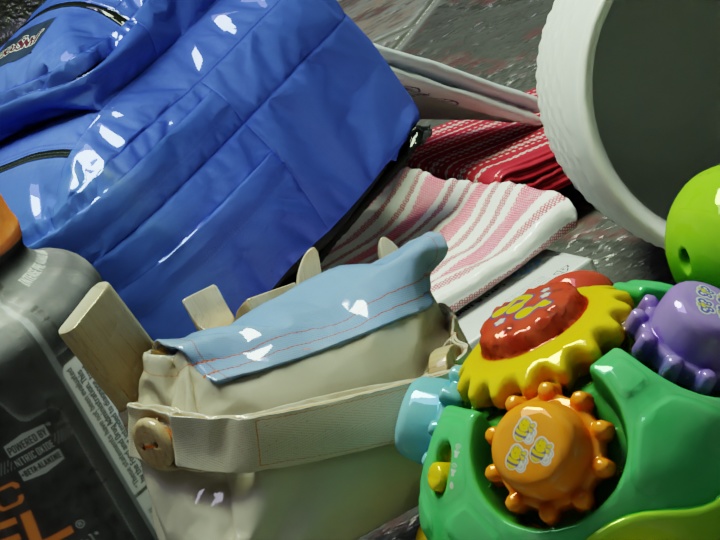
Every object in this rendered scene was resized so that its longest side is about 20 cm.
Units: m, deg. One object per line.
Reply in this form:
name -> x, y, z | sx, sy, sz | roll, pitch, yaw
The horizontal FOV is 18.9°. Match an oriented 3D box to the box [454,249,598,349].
box -> 0.011, 0.041, 0.988 | 0.156, 0.041, 0.200 | -34, 15, -14

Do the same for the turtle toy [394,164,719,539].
turtle toy -> 0.093, 0.042, 0.716 | 0.200, 0.101, 0.146 | -35, 16, -20

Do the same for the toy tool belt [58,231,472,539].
toy tool belt -> -0.006, 0.032, 0.807 | 0.199, 0.123, 0.125 | -24, -6, -33

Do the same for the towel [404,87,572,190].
towel -> 0.102, -0.075, 1.189 | 0.144, 0.023, 0.200 | -21, 13, -14

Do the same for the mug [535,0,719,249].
mug -> 0.174, -0.082, 0.940 | 0.199, 0.149, 0.175 | 1, 6, -6

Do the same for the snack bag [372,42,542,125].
snack bag -> -0.031, -0.104, 1.156 | 0.199, 0.022, 0.188 | 7, -2, 40

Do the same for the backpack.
backpack -> -0.103, -0.042, 0.990 | 0.162, 0.168, 0.200 | -22, 27, 52

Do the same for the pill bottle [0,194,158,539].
pill bottle -> -0.125, 0.065, 0.838 | 0.106, 0.201, 0.106 | -25, 18, 9

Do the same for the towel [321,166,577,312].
towel -> 0.000, 0.000, 1.007 | 0.146, 0.030, 0.200 | -35, 16, -14
